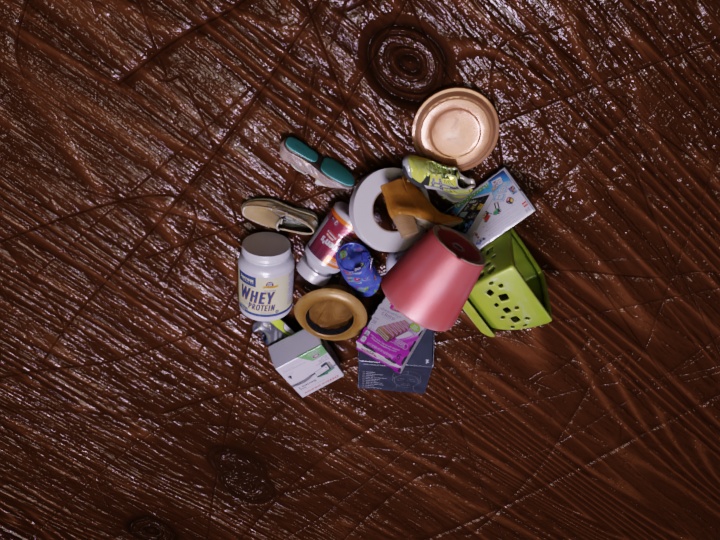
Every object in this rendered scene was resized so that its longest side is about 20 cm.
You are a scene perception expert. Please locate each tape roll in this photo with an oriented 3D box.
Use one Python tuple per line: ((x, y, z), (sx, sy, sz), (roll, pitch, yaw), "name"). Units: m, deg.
((0.072, -0.144, 1.385), (0.202, 0.037, 0.204), (-1, 93, -20), "tape roll")

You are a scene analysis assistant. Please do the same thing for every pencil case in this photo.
((0.000, 0.000, 1.430), (0.087, 0.078, 0.200), (1, 159, 12), "pencil case")

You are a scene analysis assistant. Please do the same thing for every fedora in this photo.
((-0.073, 0.097, 1.506), (0.200, 0.082, 0.201), (6, 134, 6), "fedora")

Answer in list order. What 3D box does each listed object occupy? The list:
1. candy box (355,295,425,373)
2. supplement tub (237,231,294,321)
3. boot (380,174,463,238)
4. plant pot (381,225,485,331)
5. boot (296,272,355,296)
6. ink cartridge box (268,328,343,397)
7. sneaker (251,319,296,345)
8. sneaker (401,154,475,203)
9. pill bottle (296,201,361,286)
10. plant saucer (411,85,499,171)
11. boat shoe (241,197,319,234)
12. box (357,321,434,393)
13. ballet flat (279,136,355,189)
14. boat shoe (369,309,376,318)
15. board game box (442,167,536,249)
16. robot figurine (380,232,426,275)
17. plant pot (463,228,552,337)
((0.095, 0.146, 1.514), (0.136, 0.200, 0.061), (27, 155, 14), "candy box")
((-0.246, 0.016, 1.518), (0.144, 0.145, 0.201), (7, 123, 1), "supplement tub")
((0.146, -0.158, 1.360), (0.071, 0.201, 0.144), (-30, 75, 53), "boot")
((0.174, 0.008, 1.315), (0.200, 0.201, 0.178), (27, 118, -12), "plant pot")
((-0.098, 0.057, 1.592), (0.166, 0.072, 0.200), (26, 123, 2), "boot")
((-0.149, 0.258, 1.643), (0.146, 0.084, 0.200), (-28, 140, 0), "ink cartridge box")
((-0.234, 0.181, 1.639), (0.081, 0.074, 0.200), (-46, 128, -7), "sneaker")
((0.181, -0.224, 1.341), (0.200, 0.076, 0.076), (18, 152, -33), "sneaker")
((-0.070, -0.064, 1.455), (0.109, 0.110, 0.200), (31, 110, -15), "pill bottle")
((0.217, -0.318, 1.329), (0.200, 0.032, 0.201), (2, 122, 3), "plant saucer")
((-0.205, -0.132, 1.460), (0.199, 0.076, 0.072), (9, 123, 0), "boat shoe")
((0.094, 0.244, 1.610), (0.199, 0.124, 0.197), (5, 149, 2), "box")
((-0.106, -0.246, 1.394), (0.200, 0.068, 0.067), (34, 139, -10), "ballet flat")
((0.125, 0.119, 1.603), (0.199, 0.073, 0.065), (6, 104, 0), "boat shoe")
((0.304, -0.138, 1.403), (0.200, 0.035, 0.126), (-36, 84, 25), "board game box")
((0.148, -0.026, 1.472), (0.200, 0.113, 0.170), (-25, 153, 22), "robot figurine")
((0.343, 0.035, 1.453), (0.181, 0.199, 0.200), (-27, 117, 27), "plant pot")
